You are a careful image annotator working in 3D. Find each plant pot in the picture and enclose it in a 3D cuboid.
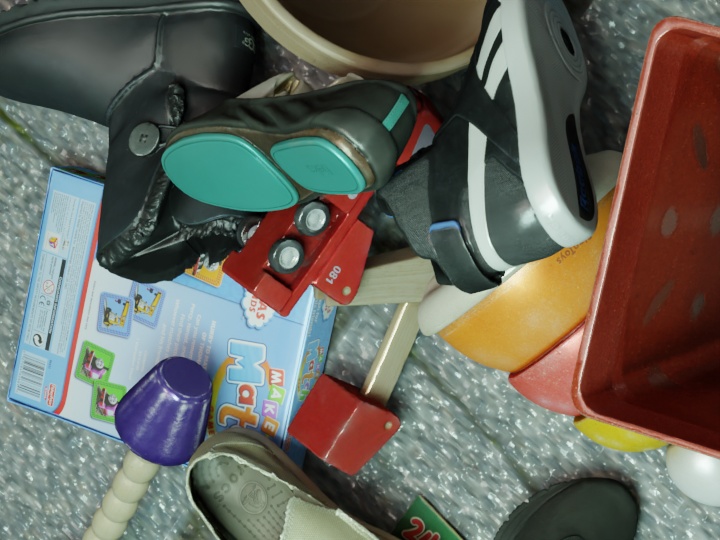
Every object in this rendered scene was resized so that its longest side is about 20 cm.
[{"bbox_3d":[-0.001,-0.191,1.436,0.093,0.200,0.202,-31,76,63],"label":"plant pot"},{"bbox_3d":[0.245,-0.006,1.291,0.199,0.176,0.201,17,101,26],"label":"plant pot"}]

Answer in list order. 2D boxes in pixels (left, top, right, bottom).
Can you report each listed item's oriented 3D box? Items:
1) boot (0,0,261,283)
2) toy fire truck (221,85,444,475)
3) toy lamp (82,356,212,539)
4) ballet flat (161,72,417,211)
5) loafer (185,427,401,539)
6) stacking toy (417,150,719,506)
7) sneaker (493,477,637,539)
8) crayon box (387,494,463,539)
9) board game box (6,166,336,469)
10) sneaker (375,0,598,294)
[{"bbox_3d":[-0.148,-0.077,1.529,0.199,0.076,0.169,-7,67,23],"label":"boot"},{"bbox_3d":[0.000,0.000,1.466,0.201,0.141,0.049,-55,35,-2],"label":"toy fire truck"},{"bbox_3d":[-0.140,0.129,1.542,0.058,0.058,0.200,45,128,19],"label":"toy lamp"},{"bbox_3d":[-0.032,-0.071,1.383,0.068,0.068,0.200,50,155,-25],"label":"ballet flat"},{"bbox_3d":[-0.029,0.164,1.452,0.200,0.068,0.076,36,105,22],"label":"loafer"},{"bbox_3d":[0.140,0.050,1.396,0.146,0.146,0.200,-38,91,24],"label":"stacking toy"},{"bbox_3d":[0.094,0.193,1.392,0.076,0.200,0.091,49,156,-20],"label":"sneaker"},{"bbox_3d":[0.009,0.246,1.504,0.127,0.051,0.200,43,111,20],"label":"crayon box"},{"bbox_3d":[-0.113,0.035,1.566,0.199,0.037,0.152,18,102,27],"label":"board game box"},{"bbox_3d":[0.057,-0.076,1.346,0.111,0.073,0.201,-25,39,23],"label":"sneaker"}]
